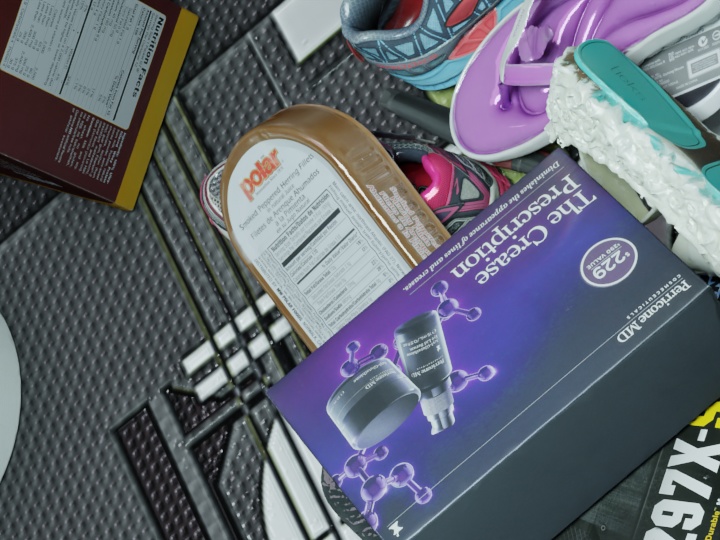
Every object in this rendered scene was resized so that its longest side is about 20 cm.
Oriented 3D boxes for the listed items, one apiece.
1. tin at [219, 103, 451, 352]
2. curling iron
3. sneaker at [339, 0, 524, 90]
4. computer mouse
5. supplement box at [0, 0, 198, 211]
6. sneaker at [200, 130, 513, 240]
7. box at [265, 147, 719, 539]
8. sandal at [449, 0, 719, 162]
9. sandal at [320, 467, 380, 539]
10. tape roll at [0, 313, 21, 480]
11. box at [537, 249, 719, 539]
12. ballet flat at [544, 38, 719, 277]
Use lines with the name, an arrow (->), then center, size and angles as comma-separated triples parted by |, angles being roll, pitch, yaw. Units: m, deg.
tin -> 0.000, 0.000, 1.354 | 0.200, 0.042, 0.112 | 52, 129, 6
curling iron -> 0.089, -0.075, 1.387 | 0.200, 0.026, 0.050 | 17, 61, 40
sneaker -> 0.063, -0.184, 1.369 | 0.200, 0.095, 0.079 | -53, 47, 24
computer mouse -> 0.177, -0.168, 1.345 | 0.109, 0.044, 0.201 | -20, 65, 37
supplement box -> -0.248, -0.143, 1.516 | 0.197, 0.200, 0.133 | 16, 85, 35
sneaker -> -0.010, -0.050, 1.412 | 0.199, 0.075, 0.081 | 0, 76, 34
box -> 0.074, 0.055, 1.230 | 0.200, 0.079, 0.141 | -40, 47, -3
sandal -> 0.117, -0.134, 1.324 | 0.202, 0.050, 0.083 | -36, 56, 28
sandal -> 0.045, 0.155, 1.329 | 0.200, 0.048, 0.075 | 36, 99, 33
tape roll -> -0.334, 0.081, 1.543 | 0.202, 0.139, 0.203 | -11, 69, 30
box -> 0.139, 0.083, 1.254 | 0.159, 0.049, 0.200 | 5, 59, 32
ballet flat -> 0.168, -0.040, 1.256 | 0.072, 0.072, 0.200 | -50, 60, 11
